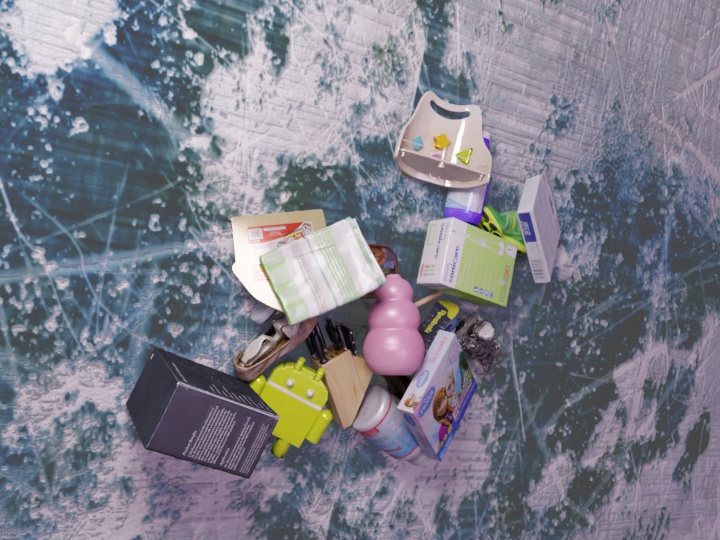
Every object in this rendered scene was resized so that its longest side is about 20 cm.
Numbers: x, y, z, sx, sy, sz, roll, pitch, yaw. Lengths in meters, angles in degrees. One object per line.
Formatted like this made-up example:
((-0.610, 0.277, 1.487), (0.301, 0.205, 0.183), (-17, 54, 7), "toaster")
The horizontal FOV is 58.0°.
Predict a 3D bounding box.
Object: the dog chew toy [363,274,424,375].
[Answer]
((0.067, 0.108, 1.307), (0.124, 0.124, 0.201), (4, 82, -29), "dog chew toy")

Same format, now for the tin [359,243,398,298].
((0.000, 0.000, 1.315), (0.199, 0.042, 0.113), (3, 95, -47), "tin")

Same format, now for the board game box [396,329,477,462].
((0.168, 0.265, 1.368), (0.200, 0.041, 0.200), (-57, 138, -28), "board game box")

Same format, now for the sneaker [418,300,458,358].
((0.149, 0.153, 1.417), (0.200, 0.074, 0.083), (-39, 143, -31), "sneaker")

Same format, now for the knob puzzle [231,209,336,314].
((-0.140, -0.010, 1.211), (0.218, 0.030, 0.221), (4, 70, -11), "knob puzzle")

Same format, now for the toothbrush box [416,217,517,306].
((0.237, -0.014, 1.430), (0.199, 0.086, 0.146), (18, 79, -32), "toothbrush box")

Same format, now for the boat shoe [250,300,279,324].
((-0.129, 0.035, 1.264), (0.068, 0.072, 0.200), (48, 69, -26), "boat shoe")

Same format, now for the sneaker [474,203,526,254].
((0.326, -0.107, 1.487), (0.200, 0.074, 0.084), (30, 77, -41), "sneaker")

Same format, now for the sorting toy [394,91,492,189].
((0.175, -0.276, 1.348), (0.199, 0.107, 0.181), (15, 79, -6), "sorting toy")

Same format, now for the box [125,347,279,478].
((-0.281, 0.246, 1.141), (0.196, 0.200, 0.124), (30, 86, -30), "box")

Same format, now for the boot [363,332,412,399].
((0.076, 0.214, 1.404), (0.074, 0.075, 0.200), (-39, 114, -19), "boot")

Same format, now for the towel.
((-0.068, -0.002, 1.192), (0.199, 0.031, 0.150), (-24, 77, -19), "towel")

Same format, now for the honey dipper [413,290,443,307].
((0.134, 0.070, 1.435), (0.199, 0.038, 0.038), (-27, 111, -27), "honey dipper")

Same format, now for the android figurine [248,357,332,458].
((-0.143, 0.267, 1.285), (0.182, 0.041, 0.201), (32, 94, -10), "android figurine")

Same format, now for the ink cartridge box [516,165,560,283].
((0.416, -0.109, 1.508), (0.200, 0.040, 0.200), (-59, 135, -45), "ink cartridge box")

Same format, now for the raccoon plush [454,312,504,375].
((0.277, 0.178, 1.447), (0.097, 0.200, 0.134), (-43, 97, 4), "raccoon plush")

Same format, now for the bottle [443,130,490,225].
((0.239, -0.201, 1.407), (0.065, 0.083, 0.201), (13, 89, -50), "bottle")

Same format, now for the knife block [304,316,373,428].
((-0.065, 0.203, 1.331), (0.175, 0.064, 0.201), (24, 88, -29), "knife block")

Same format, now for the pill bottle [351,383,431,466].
((0.075, 0.341, 1.409), (0.200, 0.109, 0.109), (43, 79, -28), "pill bottle")

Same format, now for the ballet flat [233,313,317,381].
((-0.164, 0.133, 1.254), (0.200, 0.068, 0.067), (-44, 147, -16), "ballet flat")
